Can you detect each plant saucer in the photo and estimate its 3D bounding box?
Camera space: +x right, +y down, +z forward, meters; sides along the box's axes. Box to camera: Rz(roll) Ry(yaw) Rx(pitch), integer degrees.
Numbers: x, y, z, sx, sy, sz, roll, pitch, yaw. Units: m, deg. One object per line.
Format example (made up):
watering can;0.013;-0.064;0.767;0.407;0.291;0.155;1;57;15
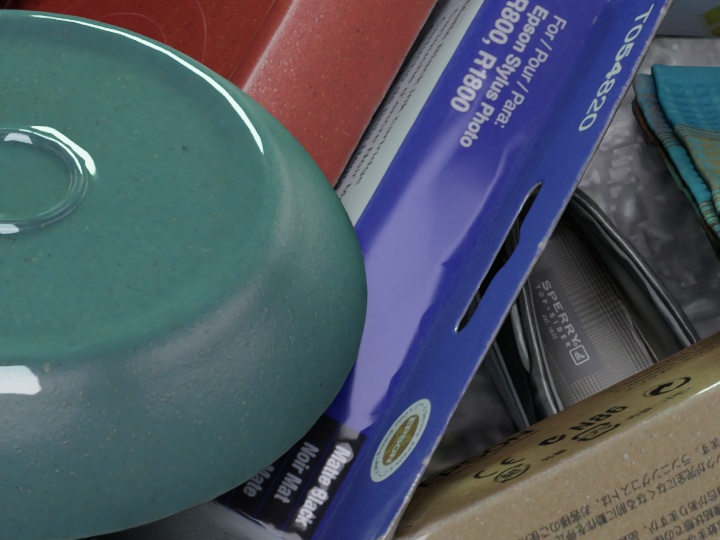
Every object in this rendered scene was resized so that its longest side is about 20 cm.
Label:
plant saucer;-0.086;-0.044;0.809;0.199;0.037;0.201;9;62;45
plant saucer;-0.095;-0.013;0.671;0.198;0.036;0.201;5;42;-4

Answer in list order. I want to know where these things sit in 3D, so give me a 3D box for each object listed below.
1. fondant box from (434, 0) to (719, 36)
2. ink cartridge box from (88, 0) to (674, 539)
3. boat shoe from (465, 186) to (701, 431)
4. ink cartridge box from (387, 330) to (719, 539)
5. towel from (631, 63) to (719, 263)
fondant box;0.105;-0.135;0.833;0.198;0.144;0.059;3;68;5
ink cartridge box;0.000;0.000;0.756;0.040;0.200;0.200;34;70;-12
boat shoe;0.089;0.062;0.786;0.072;0.071;0.201;-30;73;-10
ink cartridge box;0.113;0.107;0.713;0.199;0.075;0.166;-24;96;-20
towel;0.168;-0.039;0.779;0.145;0.200;0.022;-6;108;1
